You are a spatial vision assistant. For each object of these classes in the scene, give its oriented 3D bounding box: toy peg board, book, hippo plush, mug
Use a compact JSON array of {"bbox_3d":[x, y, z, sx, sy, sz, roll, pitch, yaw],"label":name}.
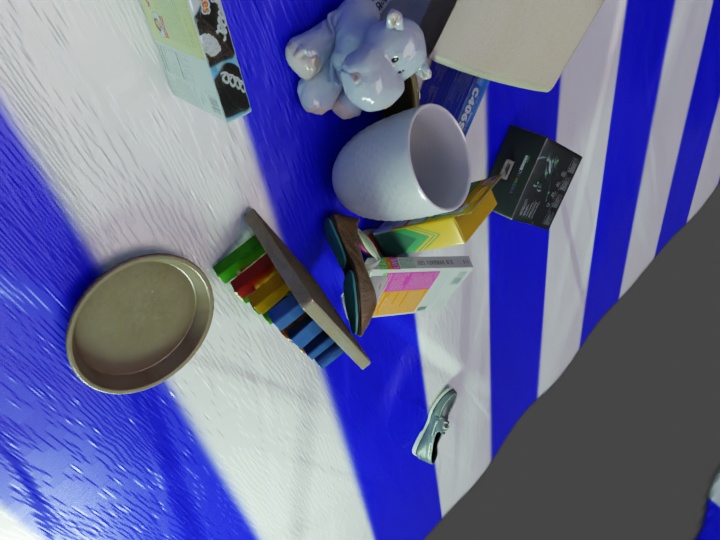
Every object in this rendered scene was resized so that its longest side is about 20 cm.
[{"bbox_3d":[-0.103,0.052,0.860,0.097,0.200,0.200,-38,141,0],"label":"toy peg board"},{"bbox_3d":[0.082,0.026,1.060,0.198,0.048,0.134,-1,145,-26],"label":"book"},{"bbox_3d":[0.022,-0.268,0.786,0.201,0.160,0.159,-50,140,-4],"label":"hippo plush"},{"bbox_3d":[0.066,-0.138,0.899,0.199,0.174,0.150,18,72,-44],"label":"mug"}]

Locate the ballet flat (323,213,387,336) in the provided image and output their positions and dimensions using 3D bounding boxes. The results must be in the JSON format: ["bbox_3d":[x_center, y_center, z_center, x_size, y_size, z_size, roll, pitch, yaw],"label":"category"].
[{"bbox_3d":[0.000,0.000,0.940,0.071,0.202,0.068,-8,155,-20],"label":"ballet flat"}]

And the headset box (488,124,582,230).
[{"bbox_3d":[0.354,-0.191,1.276,0.199,0.092,0.176,4,112,-49],"label":"headset box"}]

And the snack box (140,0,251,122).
[{"bbox_3d":[-0.179,-0.260,0.612,0.037,0.116,0.202,-36,138,-26],"label":"snack box"}]

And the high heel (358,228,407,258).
[{"bbox_3d":[0.048,-0.012,1.100,0.199,0.096,0.068,28,57,-33],"label":"high heel"}]

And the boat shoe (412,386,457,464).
[{"bbox_3d":[0.200,0.389,1.524,0.072,0.062,0.202,18,101,-52],"label":"boat shoe"}]

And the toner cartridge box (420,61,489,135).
[{"bbox_3d":[0.163,-0.323,0.971,0.043,0.095,0.202,9,108,-52],"label":"toner cartridge box"}]

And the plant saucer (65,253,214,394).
[{"bbox_3d":[-0.283,0.067,0.790,0.199,0.029,0.202,-27,132,-34],"label":"plant saucer"}]

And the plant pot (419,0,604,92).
[{"bbox_3d":[0.200,-0.349,0.818,0.175,0.200,0.201,24,112,-13],"label":"plant pot"}]

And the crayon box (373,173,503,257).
[{"bbox_3d":[0.133,-0.086,0.993,0.126,0.199,0.052,-45,114,-39],"label":"crayon box"}]

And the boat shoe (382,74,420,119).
[{"bbox_3d":[0.065,-0.234,0.949,0.063,0.072,0.202,-63,151,-49],"label":"boat shoe"}]
